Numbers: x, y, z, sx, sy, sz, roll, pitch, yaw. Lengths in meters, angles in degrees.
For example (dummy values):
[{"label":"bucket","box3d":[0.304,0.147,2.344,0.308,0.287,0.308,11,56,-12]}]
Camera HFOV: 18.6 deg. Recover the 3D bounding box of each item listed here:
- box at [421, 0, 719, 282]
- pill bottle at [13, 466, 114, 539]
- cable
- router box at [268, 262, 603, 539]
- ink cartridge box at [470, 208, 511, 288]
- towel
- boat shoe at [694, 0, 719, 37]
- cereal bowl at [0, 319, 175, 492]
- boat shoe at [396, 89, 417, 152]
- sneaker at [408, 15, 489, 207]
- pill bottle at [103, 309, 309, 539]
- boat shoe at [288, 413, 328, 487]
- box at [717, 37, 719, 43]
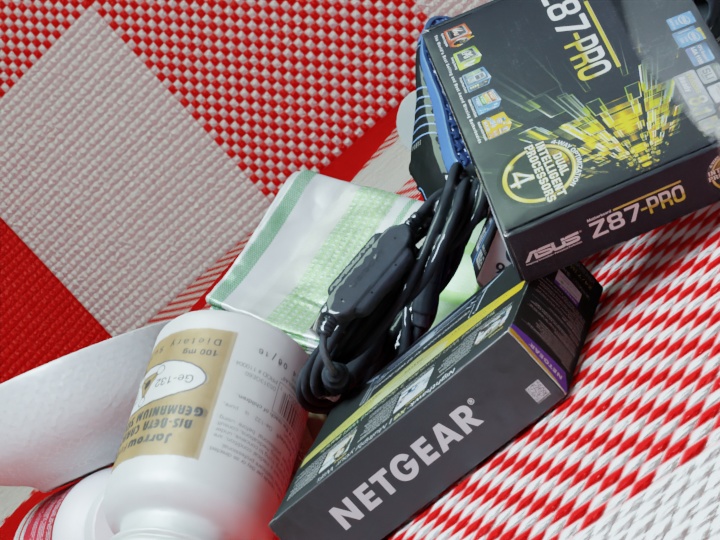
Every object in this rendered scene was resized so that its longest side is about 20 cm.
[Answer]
[{"label":"box","box3d":[0.137,-0.100,1.306,0.160,0.049,0.201,-21,44,3]},{"label":"pill bottle","box3d":[-0.188,0.208,1.655,0.112,0.112,0.200,-46,7,-25]},{"label":"cable","box3d":[0.034,0.012,1.436,0.200,0.051,0.163,-51,-17,-18]},{"label":"router box","box3d":[0.047,0.079,1.308,0.200,0.052,0.157,-40,8,25]},{"label":"ink cartridge box","box3d":[0.111,-0.048,1.439,0.099,0.039,0.202,-88,19,-81]},{"label":"towel","box3d":[0.000,0.000,1.577,0.199,0.031,0.150,14,60,33]},{"label":"boat shoe","box3d":[0.175,-0.144,1.502,0.199,0.075,0.062,-27,3,36]},{"label":"cereal bowl","box3d":[-0.212,0.112,1.665,0.199,0.084,0.200,-23,-3,-1]},{"label":"boat shoe","box3d":[0.117,-0.102,1.739,0.063,0.199,0.071,1,-71,-44]},{"label":"sneaker","box3d":[0.065,-0.110,1.684,0.201,0.070,0.078,-93,26,-46]},{"label":"pill bottle","box3d":[-0.104,0.136,1.426,0.114,0.114,0.201,-36,30,47]},{"label":"boat shoe","box3d":[-0.019,0.093,1.584,0.072,0.076,0.200,-34,17,22]},{"label":"box","box3d":[0.205,-0.109,1.589,0.200,0.044,0.160,-46,6,-24]}]
